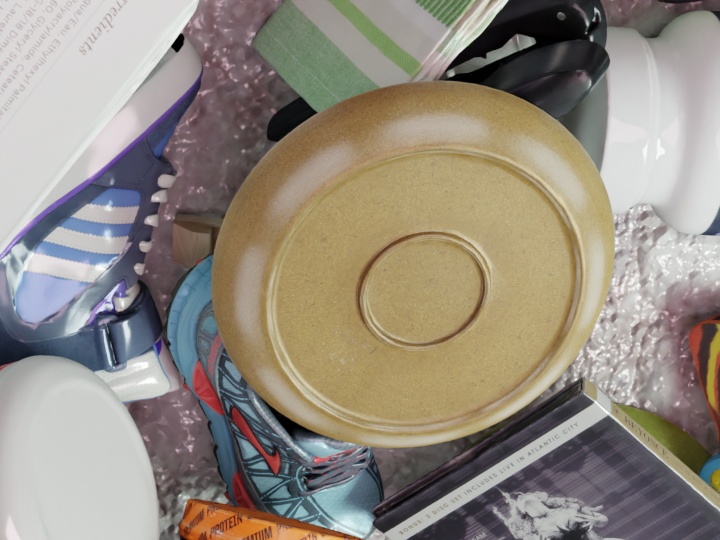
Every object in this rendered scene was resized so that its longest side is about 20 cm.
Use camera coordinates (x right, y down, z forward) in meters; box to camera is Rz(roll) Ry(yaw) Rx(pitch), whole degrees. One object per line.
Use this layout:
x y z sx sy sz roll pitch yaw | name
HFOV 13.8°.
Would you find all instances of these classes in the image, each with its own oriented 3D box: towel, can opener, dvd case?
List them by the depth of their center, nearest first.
0.039 -0.158 1.450 0.023 0.153 0.200 33 98 -35 | towel
0.036 -0.093 1.461 0.199 0.079 0.064 -15 106 33 | can opener
0.126 0.149 1.555 0.148 0.016 0.200 -34 121 29 | dvd case

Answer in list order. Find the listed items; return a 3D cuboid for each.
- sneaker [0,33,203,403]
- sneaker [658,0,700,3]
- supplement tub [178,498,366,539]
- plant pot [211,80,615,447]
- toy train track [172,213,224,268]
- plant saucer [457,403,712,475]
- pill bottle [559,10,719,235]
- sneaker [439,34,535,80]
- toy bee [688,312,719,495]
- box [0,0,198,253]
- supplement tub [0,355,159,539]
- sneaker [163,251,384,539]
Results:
-0.123 -0.009 1.508 0.200 0.081 0.147 -43 118 1 | sneaker
0.154 -0.222 1.489 0.084 0.075 0.201 -25 110 -2 | sneaker
-0.063 0.222 1.483 0.122 0.122 0.201 14 87 -15 | supplement tub
0.029 0.005 1.417 0.199 0.028 0.201 -5 121 -9 | plant pot
0.000 0.000 1.519 0.199 0.033 0.115 7 124 6 | toy train track
0.121 0.172 1.629 0.199 0.031 0.201 -3 107 -9 | plant saucer
0.209 -0.074 1.524 0.199 0.116 0.116 1 107 -11 | pill bottle
0.055 -0.073 1.520 0.080 0.070 0.202 -9 109 -5 | sneaker
0.245 0.116 1.593 0.131 0.108 0.201 -49 125 -37 | toy bee
-0.192 -0.110 1.392 0.130 0.199 0.200 37 97 -18 | box
-0.212 0.128 1.460 0.199 0.140 0.141 -15 112 26 | supplement tub
-0.030 0.084 1.514 0.079 0.095 0.200 -44 133 -17 | sneaker
